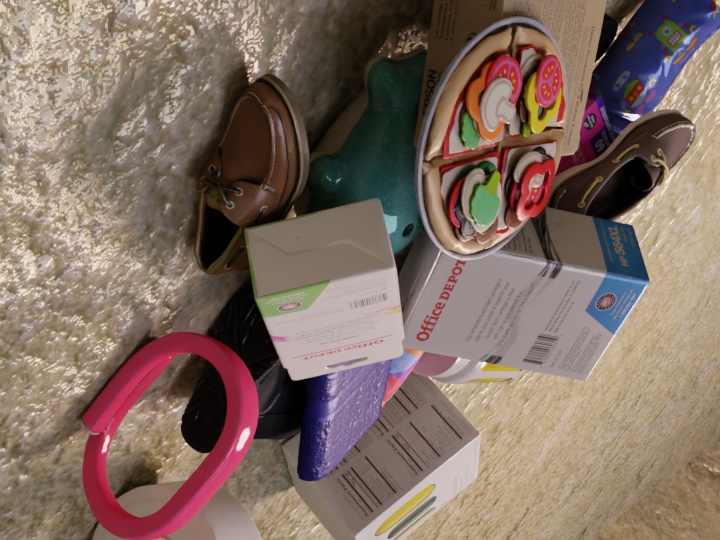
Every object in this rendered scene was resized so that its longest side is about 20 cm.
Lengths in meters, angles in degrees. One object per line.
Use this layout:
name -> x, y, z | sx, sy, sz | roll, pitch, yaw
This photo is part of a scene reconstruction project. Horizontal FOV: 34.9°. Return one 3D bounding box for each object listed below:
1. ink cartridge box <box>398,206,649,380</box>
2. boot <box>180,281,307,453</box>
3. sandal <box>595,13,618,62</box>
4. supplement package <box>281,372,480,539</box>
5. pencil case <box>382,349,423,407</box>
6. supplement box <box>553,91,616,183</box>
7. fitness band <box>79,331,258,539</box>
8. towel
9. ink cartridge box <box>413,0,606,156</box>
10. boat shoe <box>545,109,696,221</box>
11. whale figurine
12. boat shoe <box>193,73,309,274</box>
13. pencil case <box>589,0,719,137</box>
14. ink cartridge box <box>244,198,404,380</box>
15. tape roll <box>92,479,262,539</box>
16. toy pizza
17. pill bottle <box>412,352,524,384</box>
ink cartridge box -> 0.145, 0.014, 1.076 | 0.198, 0.085, 0.147 | 12, 134, -12
boot -> -0.084, 0.093, 1.163 | 0.201, 0.076, 0.168 | -62, 157, 14
sandal -> 0.201, -0.223, 1.146 | 0.199, 0.043, 0.076 | -21, 145, -39
supplement package -> 0.029, 0.244, 1.452 | 0.199, 0.151, 0.152 | -36, 153, -16
pencil case -> 0.043, 0.064, 1.297 | 0.200, 0.088, 0.088 | -52, 153, 19
supplement box -> 0.160, -0.093, 1.168 | 0.200, 0.103, 0.101 | -42, 130, -11
fitness band -> -0.177, 0.148, 1.029 | 0.200, 0.144, 0.037 | -50, 152, 10
towel -> -0.019, 0.108, 1.179 | 0.148, 0.049, 0.201 | -42, 149, -43
ink cartridge box -> 0.134, -0.198, 0.982 | 0.164, 0.075, 0.202 | -12, 117, -48
boat shoe -> 0.268, -0.096, 1.140 | 0.199, 0.059, 0.072 | -31, 125, -22
whale figurine -> 0.021, -0.094, 1.009 | 0.158, 0.104, 0.201 | -17, 141, -42
boat shoe -> -0.093, -0.066, 0.923 | 0.068, 0.072, 0.201 | -28, 149, -31
pencil case -> 0.309, -0.226, 1.225 | 0.201, 0.087, 0.078 | -55, 179, 4
ink cartridge box -> -0.026, 0.023, 0.990 | 0.116, 0.068, 0.200 | -13, 155, -2
tape roll -> -0.192, 0.323, 1.196 | 0.203, 0.203, 0.071 | -54, 151, 18
toy pizza -> 0.117, -0.102, 0.923 | 0.200, 0.032, 0.202 | -26, 127, -40
pill bottle -> 0.131, 0.082, 1.407 | 0.115, 0.114, 0.200 | -53, 153, 17
